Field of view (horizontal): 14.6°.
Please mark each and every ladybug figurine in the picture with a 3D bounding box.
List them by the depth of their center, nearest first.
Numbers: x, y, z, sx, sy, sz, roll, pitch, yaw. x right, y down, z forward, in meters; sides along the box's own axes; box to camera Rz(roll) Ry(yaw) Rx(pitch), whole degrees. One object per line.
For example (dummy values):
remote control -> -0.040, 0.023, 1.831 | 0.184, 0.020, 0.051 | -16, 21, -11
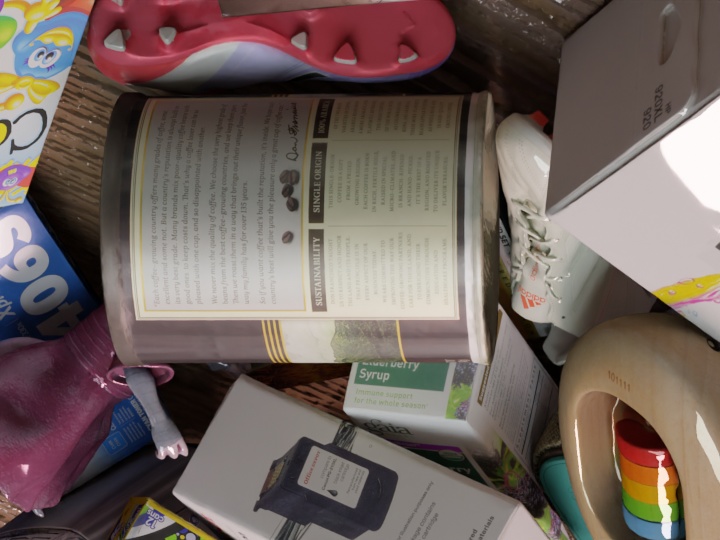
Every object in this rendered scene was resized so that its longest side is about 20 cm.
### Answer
ladybug figurine -> 0.171, 0.103, 1.526 | 0.135, 0.072, 0.201 | 33, 143, 39

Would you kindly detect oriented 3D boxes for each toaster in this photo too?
toaster -> -0.155, 0.182, 1.733 | 0.199, 0.129, 0.114 | -10, 107, 53

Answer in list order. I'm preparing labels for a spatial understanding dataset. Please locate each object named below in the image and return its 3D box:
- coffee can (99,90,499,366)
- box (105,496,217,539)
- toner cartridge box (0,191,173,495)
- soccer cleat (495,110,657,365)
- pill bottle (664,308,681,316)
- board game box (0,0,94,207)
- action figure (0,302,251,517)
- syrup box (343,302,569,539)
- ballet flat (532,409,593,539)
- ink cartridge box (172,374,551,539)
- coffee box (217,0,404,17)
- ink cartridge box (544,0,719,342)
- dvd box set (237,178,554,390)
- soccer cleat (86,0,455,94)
coffee can -> -0.029, -0.022, 1.501 | 0.198, 0.147, 0.147 | 0, 134, 7
box -> -0.061, 0.210, 1.615 | 0.199, 0.070, 0.064 | 32, 170, -10
toner cartridge box -> -0.197, 0.040, 1.670 | 0.095, 0.043, 0.201 | -31, 127, -1
soccer cleat -> 0.110, -0.012, 1.555 | 0.077, 0.069, 0.200 | -39, 142, -4
pill bottle -> 0.231, 0.120, 1.671 | 0.111, 0.112, 0.200 | -16, 131, 22
board game box -> -0.218, -0.129, 1.468 | 0.102, 0.105, 0.201 | -14, 146, -34
action figure -> -0.149, 0.048, 1.620 | 0.149, 0.134, 0.200 | 45, 97, -2
syrup box -> 0.066, 0.089, 1.635 | 0.078, 0.082, 0.200 | 4, 156, 24
ballet flat -> 0.155, 0.158, 1.657 | 0.067, 0.075, 0.201 | -8, 122, 25
ink cartridge box -> 0.012, 0.154, 1.595 | 0.199, 0.085, 0.145 | 23, 164, 31
coffee box -> -0.031, -0.230, 1.385 | 0.113, 0.080, 0.201 | -3, 134, 11
ink cartridge box -> 0.217, -0.060, 1.470 | 0.199, 0.148, 0.144 | 34, 129, -23
dvd box set -> 0.000, 0.000, 1.641 | 0.199, 0.030, 0.147 | -11, 133, 18
soccer cleat -> -0.048, -0.126, 1.513 | 0.198, 0.067, 0.077 | -1, 164, 2
